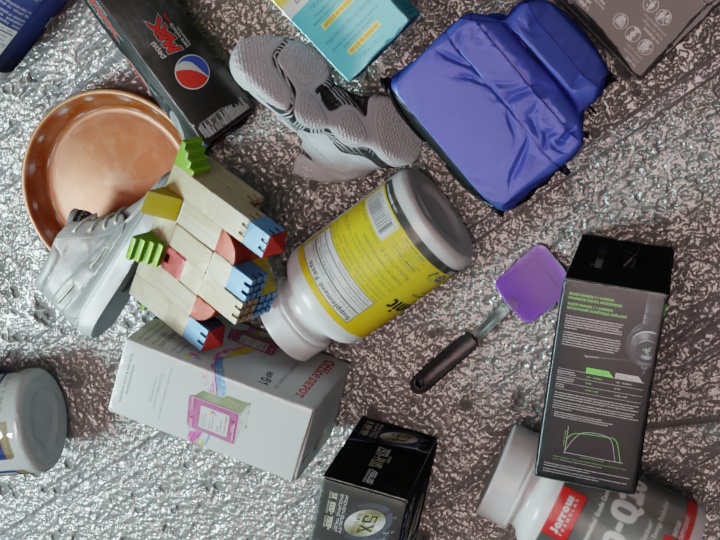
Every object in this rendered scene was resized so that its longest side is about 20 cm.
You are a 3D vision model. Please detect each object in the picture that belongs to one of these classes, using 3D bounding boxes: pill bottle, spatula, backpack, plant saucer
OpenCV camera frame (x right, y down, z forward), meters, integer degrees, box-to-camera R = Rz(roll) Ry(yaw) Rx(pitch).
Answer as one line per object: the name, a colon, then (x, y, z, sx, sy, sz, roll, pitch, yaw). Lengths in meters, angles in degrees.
pill bottle: (-0.364, -0.255, 1.383, 0.111, 0.111, 0.200, 44, 110, 0)
spatula: (0.121, 0.058, 1.392, 0.200, 0.021, 0.057, -44, 79, 22)
pill bottle: (0.219, 0.235, 1.367, 0.199, 0.114, 0.114, 26, 109, 6)
pill bottle: (-0.425, 0.167, 1.509, 0.199, 0.111, 0.112, -6, 103, 15)
pill bottle: (0.000, 0.000, 1.361, 0.200, 0.111, 0.112, -35, 94, 20)
backpack: (0.133, -0.150, 1.244, 0.168, 0.200, 0.163, -35, 92, 10)
plant saucer: (-0.247, -0.086, 1.441, 0.199, 0.032, 0.201, 3, 106, 12)

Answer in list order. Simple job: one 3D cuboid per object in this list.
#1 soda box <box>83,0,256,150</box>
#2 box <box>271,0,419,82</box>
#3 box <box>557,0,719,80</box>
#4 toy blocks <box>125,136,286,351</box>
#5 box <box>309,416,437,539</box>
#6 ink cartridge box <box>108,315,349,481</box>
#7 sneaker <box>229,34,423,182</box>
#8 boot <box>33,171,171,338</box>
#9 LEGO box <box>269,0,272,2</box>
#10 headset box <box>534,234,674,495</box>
soda box: (-0.188, -0.212, 1.363, 0.063, 0.071, 0.200, -36, 94, -14)
box: (-0.046, -0.269, 1.251, 0.200, 0.049, 0.082, 46, 111, -3)
box: (0.221, -0.284, 1.230, 0.200, 0.115, 0.132, 46, 111, 0)
toy blocks: (-0.136, -0.006, 1.341, 0.137, 0.100, 0.201, 36, 120, 22)
box: (0.004, 0.273, 1.404, 0.086, 0.164, 0.201, 14, 107, 10)
ink cartridge box: (-0.125, 0.115, 1.403, 0.199, 0.145, 0.085, 21, 109, 8)
sneaker: (-0.049, -0.141, 1.316, 0.199, 0.075, 0.115, 26, 153, -23)
boot: (-0.249, -0.036, 1.402, 0.095, 0.074, 0.200, 38, 103, 10)
LEGO box: (-0.056, -0.324, 1.307, 0.199, 0.077, 0.150, 25, 109, 6)
headset box: (0.226, 0.073, 1.292, 0.092, 0.174, 0.201, 9, 105, 12)
